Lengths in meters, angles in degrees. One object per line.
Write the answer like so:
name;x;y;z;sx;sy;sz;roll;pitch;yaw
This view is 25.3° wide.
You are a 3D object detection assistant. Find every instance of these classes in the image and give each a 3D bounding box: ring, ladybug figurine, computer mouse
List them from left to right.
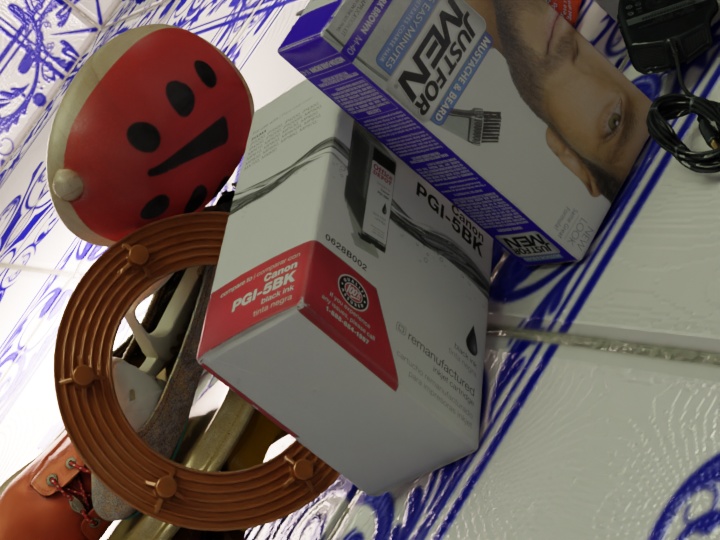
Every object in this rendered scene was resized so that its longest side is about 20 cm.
ladybug figurine;-0.129;-0.086;1.040;0.071;0.137;0.200;6;29;25
ring;-0.085;0.056;0.971;0.202;0.199;0.019;-61;1;-22
computer mouse;0.182;-0.110;0.904;0.058;0.034;0.201;-15;37;12

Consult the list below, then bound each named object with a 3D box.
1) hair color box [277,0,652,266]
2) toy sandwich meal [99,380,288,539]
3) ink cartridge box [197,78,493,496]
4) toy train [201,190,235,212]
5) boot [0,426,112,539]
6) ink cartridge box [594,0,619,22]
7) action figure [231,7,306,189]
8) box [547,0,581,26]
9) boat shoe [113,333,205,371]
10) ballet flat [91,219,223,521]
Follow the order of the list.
hair color box;0.064;-0.105;0.897;0.110;0.200;0.065;-58;23;-18
toy sandwich meal;-0.106;0.157;1.042;0.206;0.070;0.205;-51;9;11
ink cartridge box;0.000;0.000;0.912;0.082;0.147;0.201;-28;36;33
toy train;-0.061;-0.041;1.163;0.046;0.034;0.200;-36;-10;26
boot;-0.183;0.139;1.057;0.107;0.075;0.201;-30;22;56
ink cartridge box;0.183;-0.282;1.036;0.125;0.128;0.201;-36;26;37
action figure;-0.010;-0.127;1.048;0.201;0.069;0.130;-60;24;-3
box;0.055;-0.157;1.151;0.200;0.099;0.096;-34;27;42
boat shoe;-0.135;0.033;1.289;0.200;0.072;0.072;-50;20;7
ballet flat;-0.133;0.055;1.006;0.068;0.067;0.201;3;62;40
